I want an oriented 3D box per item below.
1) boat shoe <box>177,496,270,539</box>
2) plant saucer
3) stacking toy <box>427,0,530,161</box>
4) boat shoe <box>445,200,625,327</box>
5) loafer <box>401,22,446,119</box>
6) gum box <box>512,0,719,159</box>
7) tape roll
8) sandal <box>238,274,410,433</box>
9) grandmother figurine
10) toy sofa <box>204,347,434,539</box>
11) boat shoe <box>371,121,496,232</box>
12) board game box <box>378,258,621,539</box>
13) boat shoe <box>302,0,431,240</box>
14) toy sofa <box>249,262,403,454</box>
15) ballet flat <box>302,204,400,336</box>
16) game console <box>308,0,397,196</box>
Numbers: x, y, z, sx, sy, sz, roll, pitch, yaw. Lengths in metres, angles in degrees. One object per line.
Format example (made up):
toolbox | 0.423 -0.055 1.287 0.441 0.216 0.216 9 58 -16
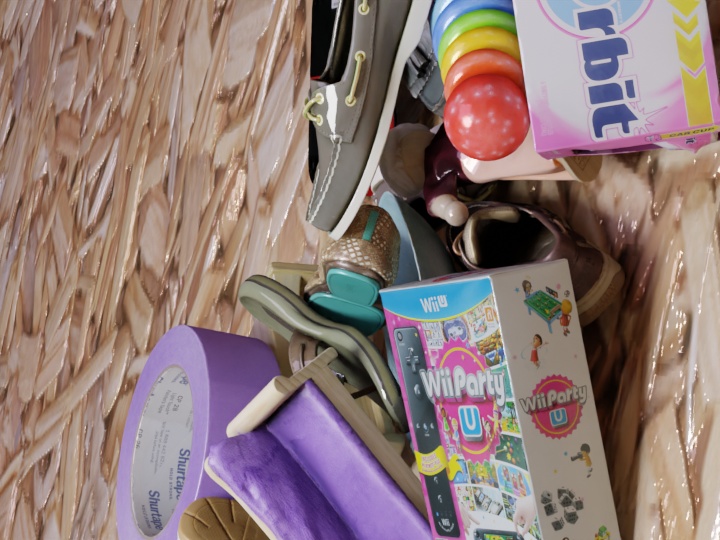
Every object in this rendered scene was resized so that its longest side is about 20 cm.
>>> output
boat shoe | -0.039 0.225 1.421 0.071 0.200 0.069 -67 -5 -49
plant saucer | 0.049 0.040 1.423 0.201 0.039 0.201 173 90 -81
stacking toy | 0.079 -0.138 1.266 0.200 0.085 0.085 -83 18 -55
boat shoe | 0.102 -0.020 1.323 0.072 0.072 0.200 -52 26 0
loafer | 0.040 -0.196 1.562 0.072 0.063 0.200 -56 33 36
gum box | 0.152 -0.165 1.186 0.066 0.113 0.200 3 -102 -78
tape roll | -0.127 0.146 1.525 0.200 0.066 0.201 -39 46 54
sandal | -0.029 0.071 1.435 0.057 0.080 0.201 -44 45 -16
grandmother figurine | 0.082 -0.079 1.319 0.200 0.061 0.121 -4 44 52
toy sofa | -0.007 0.163 1.351 0.200 0.098 0.083 51 139 5
boat shoe | 0.069 -0.069 1.443 0.200 0.072 0.060 -28 64 58
board game box | 0.090 0.099 1.255 0.147 0.064 0.200 -9 92 63
boat shoe | -0.006 -0.123 1.319 0.072 0.060 0.202 -143 70 -75
toy sofa | -0.031 0.095 1.544 0.200 0.083 0.098 -104 25 -45
ballet flat | 0.000 0.000 1.426 0.200 0.070 0.065 123 166 -74
game console | -0.006 -0.150 1.620 0.200 0.031 0.177 -168 80 -74
